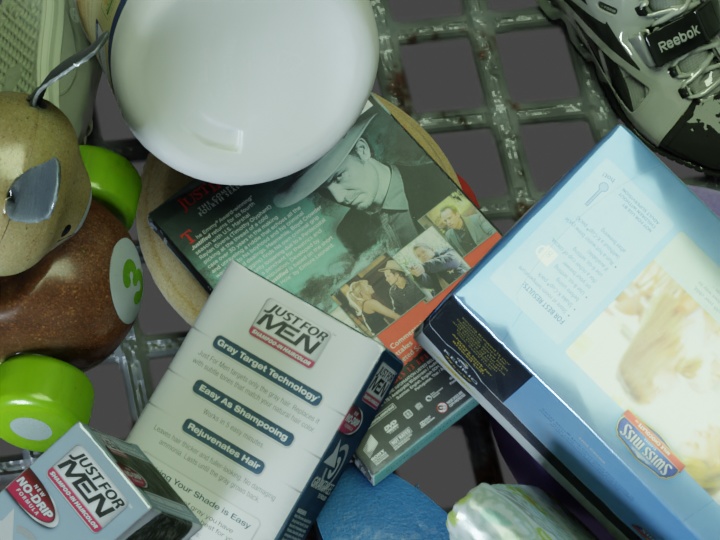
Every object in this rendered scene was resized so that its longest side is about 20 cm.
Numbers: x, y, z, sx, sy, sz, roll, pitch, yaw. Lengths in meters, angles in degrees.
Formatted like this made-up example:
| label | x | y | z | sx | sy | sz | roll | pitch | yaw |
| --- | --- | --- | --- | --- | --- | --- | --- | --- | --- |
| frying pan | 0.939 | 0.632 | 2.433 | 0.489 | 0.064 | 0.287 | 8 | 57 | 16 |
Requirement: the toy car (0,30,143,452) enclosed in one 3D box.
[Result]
| label | x | y | z | sx | sy | sz | roll | pitch | yaw |
| --- | --- | --- | --- | --- | --- | --- | --- | --- | --- |
| toy car | -0.165 | -0.033 | 1.515 | 0.157 | 0.200 | 0.165 | 20 | 56 | -14 |

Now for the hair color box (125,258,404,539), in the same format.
| label | x | y | z | sx | sy | sz | roll | pitch | yaw |
| --- | --- | --- | --- | --- | --- | --- | --- | --- | --- |
| hair color box | -0.071 | 0.107 | 1.571 | 0.100 | 0.061 | 0.200 | 29 | 87 | 16 |

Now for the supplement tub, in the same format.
| label | x | y | z | sx | sy | sz | roll | pitch | yaw |
| --- | --- | --- | --- | --- | --- | --- | --- | --- | --- |
| supplement tub | -0.080 | -0.146 | 1.646 | 0.144 | 0.145 | 0.200 | -5 | 26 | -14 |

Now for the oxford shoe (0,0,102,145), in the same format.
| label | x | y | z | sx | sy | sz | roll | pitch | yaw |
| --- | --- | --- | --- | --- | --- | --- | --- | --- | --- |
| oxford shoe | -0.180 | -0.074 | 1.699 | 0.058 | 0.075 | 0.201 | 28 | 55 | -38 |

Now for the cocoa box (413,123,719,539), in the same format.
| label | x | y | z | sx | sy | sz | roll | pitch | yaw |
| --- | --- | --- | --- | --- | --- | --- | --- | --- | --- |
| cocoa box | 0.148 | 0.048 | 1.546 | 0.200 | 0.131 | 0.133 | 45 | 77 | 3 |

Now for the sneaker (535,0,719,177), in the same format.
| label | x | y | z | sx | sy | sz | roll | pitch | yaw |
| --- | --- | --- | --- | --- | --- | --- | --- | --- | --- |
| sneaker | 0.177 | -0.143 | 1.792 | 0.074 | 0.089 | 0.200 | -35 | 75 | -27 |

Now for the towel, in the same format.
| label | x | y | z | sx | sy | sz | roll | pitch | yaw |
| --- | --- | --- | --- | --- | --- | --- | --- | --- | --- |
| towel | 0.126 | 0.181 | 1.555 | 0.171 | 0.200 | 0.048 | 41 | 94 | 12 |

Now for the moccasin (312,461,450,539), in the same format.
| label | x | y | z | sx | sy | sz | roll | pitch | yaw |
| --- | --- | --- | --- | --- | --- | --- | --- | --- | --- |
| moccasin | 0.043 | 0.191 | 1.599 | 0.080 | 0.068 | 0.200 | -36 | 73 | -17 |

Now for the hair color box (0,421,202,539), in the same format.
| label | x | y | z | sx | sy | sz | roll | pitch | yaw |
| --- | --- | --- | --- | --- | --- | --- | --- | --- | --- |
| hair color box | -0.181 | 0.168 | 1.500 | 0.200 | 0.099 | 0.061 | -43 | 75 | 2 |

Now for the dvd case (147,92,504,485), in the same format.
| label | x | y | z | sx | sy | sz | roll | pitch | yaw |
| --- | --- | --- | --- | --- | --- | --- | --- | --- | --- |
| dvd case | 0.000 | 0.000 | 1.639 | 0.146 | 0.022 | 0.200 | -38 | 71 | -13 |

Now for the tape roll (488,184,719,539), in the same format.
| label | x | y | z | sx | sy | sz | roll | pitch | yaw |
| --- | --- | --- | --- | --- | --- | --- | --- | --- | --- |
| tape roll | 0.175 | 0.058 | 1.685 | 0.199 | 0.085 | 0.201 | 5 | 61 | -9 |

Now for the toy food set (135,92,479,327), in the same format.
| label | x | y | z | sx | sy | sz | roll | pitch | yaw |
| --- | --- | --- | --- | --- | --- | --- | --- | --- | --- |
| toy food set | -0.029 | -0.024 | 1.709 | 0.198 | 0.049 | 0.200 | -31 | 71 | -24 |
